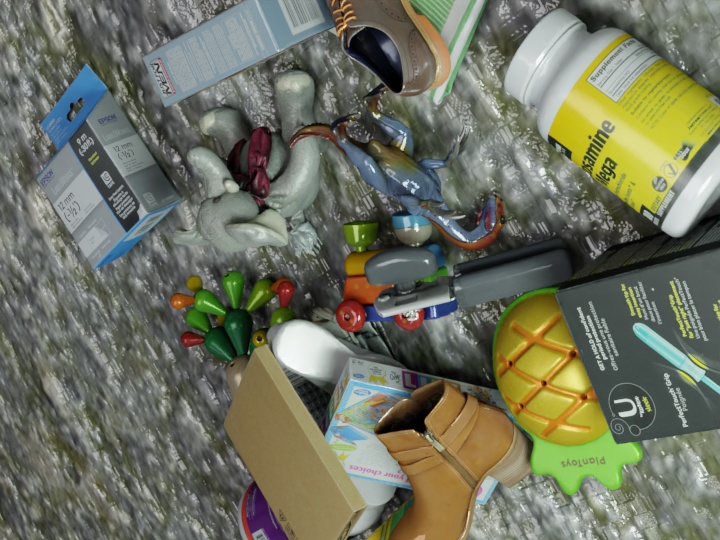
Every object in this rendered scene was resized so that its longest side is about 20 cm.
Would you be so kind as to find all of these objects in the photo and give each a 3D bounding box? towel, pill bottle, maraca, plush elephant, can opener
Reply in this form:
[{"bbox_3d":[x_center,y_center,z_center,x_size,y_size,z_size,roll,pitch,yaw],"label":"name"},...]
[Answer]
[{"bbox_3d":[0.027,-0.270,1.176,0.199,0.023,0.154,37,129,19],"label":"towel"},{"bbox_3d":[0.222,-0.129,1.029,0.200,0.112,0.113,40,129,17],"label":"pill bottle"},{"bbox_3d":[-0.019,0.150,1.395,0.199,0.034,0.194,-26,93,41],"label":"towel"},{"bbox_3d":[0.195,0.114,1.159,0.136,0.107,0.202,-13,95,33],"label":"maraca"},{"bbox_3d":[-0.124,-0.087,1.286,0.163,0.154,0.202,-8,105,39],"label":"plush elephant"},{"bbox_3d":[-0.047,0.258,1.383,0.200,0.112,0.113,-37,86,43],"label":"pill bottle"},{"bbox_3d":[0.102,0.003,1.159,0.197,0.053,0.067,-11,117,10],"label":"can opener"}]

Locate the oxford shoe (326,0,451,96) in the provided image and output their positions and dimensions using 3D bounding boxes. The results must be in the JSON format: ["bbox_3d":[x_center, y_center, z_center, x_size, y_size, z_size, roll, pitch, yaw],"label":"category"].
[{"bbox_3d":[0.001,-0.247,1.143,0.200,0.073,0.071,50,134,10],"label":"oxford shoe"}]

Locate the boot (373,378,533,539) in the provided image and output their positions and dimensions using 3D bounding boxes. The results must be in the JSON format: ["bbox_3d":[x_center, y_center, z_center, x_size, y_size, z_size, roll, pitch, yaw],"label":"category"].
[{"bbox_3d":[0.065,0.202,1.210,0.200,0.077,0.155,-40,127,19],"label":"boot"}]

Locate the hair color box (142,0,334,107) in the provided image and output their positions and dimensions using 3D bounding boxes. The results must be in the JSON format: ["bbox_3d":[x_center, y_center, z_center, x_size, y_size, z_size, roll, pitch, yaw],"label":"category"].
[{"bbox_3d":[-0.123,-0.233,1.243,0.199,0.099,0.061,-13,105,47],"label":"hair color box"}]

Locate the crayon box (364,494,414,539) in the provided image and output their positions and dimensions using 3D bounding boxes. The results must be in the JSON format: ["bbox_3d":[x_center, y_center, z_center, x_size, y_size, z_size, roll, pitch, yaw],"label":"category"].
[{"bbox_3d":[0.003,0.335,1.351,0.052,0.199,0.126,46,131,10],"label":"crayon box"}]

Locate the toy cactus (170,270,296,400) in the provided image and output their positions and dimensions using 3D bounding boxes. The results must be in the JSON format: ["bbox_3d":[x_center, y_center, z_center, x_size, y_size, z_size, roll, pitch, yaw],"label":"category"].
[{"bbox_3d":[-0.141,0.084,1.407,0.198,0.102,0.167,-5,94,38],"label":"toy cactus"}]

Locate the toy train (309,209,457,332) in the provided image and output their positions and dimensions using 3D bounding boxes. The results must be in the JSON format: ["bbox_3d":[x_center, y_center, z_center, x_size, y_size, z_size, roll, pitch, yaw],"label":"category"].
[{"bbox_3d":[0.000,0.000,1.278,0.198,0.084,0.117,-3,97,33],"label":"toy train"}]

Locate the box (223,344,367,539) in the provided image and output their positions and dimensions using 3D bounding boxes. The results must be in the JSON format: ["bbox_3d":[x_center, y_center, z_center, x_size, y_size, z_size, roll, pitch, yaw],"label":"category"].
[{"bbox_3d":[-0.073,0.200,1.275,0.201,0.021,0.164,56,146,23],"label":"box"}]

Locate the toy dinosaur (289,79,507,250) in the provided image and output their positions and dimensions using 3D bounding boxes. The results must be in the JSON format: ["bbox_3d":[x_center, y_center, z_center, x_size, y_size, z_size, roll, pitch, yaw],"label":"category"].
[{"bbox_3d":[0.055,-0.094,1.198,0.182,0.105,0.199,54,155,-19],"label":"toy dinosaur"}]

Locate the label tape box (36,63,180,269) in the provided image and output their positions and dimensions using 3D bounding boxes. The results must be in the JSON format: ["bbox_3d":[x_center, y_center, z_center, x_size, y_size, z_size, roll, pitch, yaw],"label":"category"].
[{"bbox_3d":[-0.325,-0.125,1.487,0.143,0.066,0.201,-36,88,42],"label":"label tape box"}]

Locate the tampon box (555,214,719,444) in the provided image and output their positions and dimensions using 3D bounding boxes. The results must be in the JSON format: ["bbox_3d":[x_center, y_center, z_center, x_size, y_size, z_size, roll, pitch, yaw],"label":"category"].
[{"bbox_3d":[0.297,0.042,1.039,0.199,0.126,0.151,-17,99,42],"label":"tampon box"}]

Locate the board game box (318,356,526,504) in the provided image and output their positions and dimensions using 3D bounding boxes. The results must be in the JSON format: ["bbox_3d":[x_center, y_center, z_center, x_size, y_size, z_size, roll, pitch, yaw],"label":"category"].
[{"bbox_3d":[0.061,0.168,1.263,0.198,0.034,0.135,14,127,-14],"label":"board game box"}]

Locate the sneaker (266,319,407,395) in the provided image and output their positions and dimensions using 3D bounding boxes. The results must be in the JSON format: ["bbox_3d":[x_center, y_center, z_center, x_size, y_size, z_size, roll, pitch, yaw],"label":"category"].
[{"bbox_3d":[-0.013,0.110,1.313,0.199,0.076,0.088,36,171,-15],"label":"sneaker"}]
